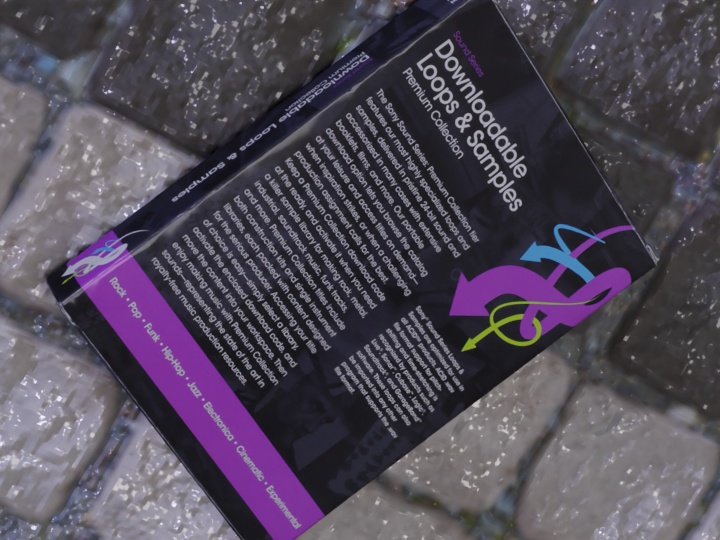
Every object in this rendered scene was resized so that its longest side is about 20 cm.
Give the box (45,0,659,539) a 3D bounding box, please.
[{"bbox_3d":[0.000,0.000,0.975,0.200,0.036,0.143,-36,117,-3],"label":"box"}]
